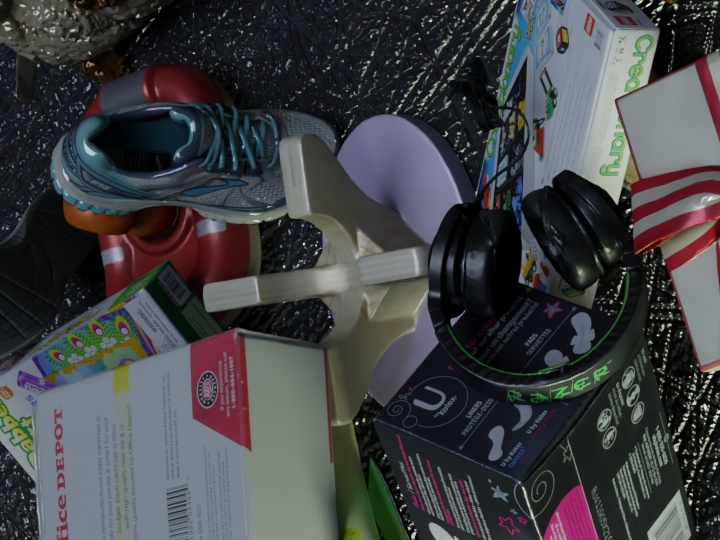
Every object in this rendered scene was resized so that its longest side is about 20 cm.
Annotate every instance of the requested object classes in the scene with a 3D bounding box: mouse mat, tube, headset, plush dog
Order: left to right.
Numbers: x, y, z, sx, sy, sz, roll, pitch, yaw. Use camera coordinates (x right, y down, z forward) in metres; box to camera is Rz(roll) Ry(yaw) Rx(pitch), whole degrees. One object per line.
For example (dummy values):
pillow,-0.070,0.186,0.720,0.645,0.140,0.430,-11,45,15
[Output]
plush dog,-0.177,-0.211,1.734,0.171,0.200,0.161,-17,115,47
tube,-0.020,0.151,1.590,0.201,0.052,0.058,-102,10,-52
mouse mat,0.045,0.220,1.590,0.007,0.161,0.201,-21,75,-7
headset,0.090,-0.022,1.408,0.123,0.094,0.201,-17,55,7

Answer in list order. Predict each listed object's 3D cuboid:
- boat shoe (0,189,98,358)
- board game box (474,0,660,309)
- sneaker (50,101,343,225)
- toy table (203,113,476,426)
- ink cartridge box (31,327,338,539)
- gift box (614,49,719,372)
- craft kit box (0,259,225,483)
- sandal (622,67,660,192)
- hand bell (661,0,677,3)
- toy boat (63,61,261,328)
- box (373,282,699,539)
boat shoe,-0.252,0.015,1.778,0.074,0.202,0.065,37,125,-6
board game box,0.121,-0.085,1.508,0.126,0.034,0.201,-122,36,-52
sneaker,-0.103,-0.076,1.650,0.086,0.199,0.078,131,131,-68
toy table,0.000,0.000,1.618,0.183,0.117,0.201,-24,79,37
ink cartridge box,-0.113,0.131,1.581,0.199,0.083,0.146,-17,71,41
gift box,0.270,-0.038,1.359,0.184,0.186,0.201,-30,73,36
craft kit box,-0.146,0.116,1.725,0.197,0.049,0.200,-29,105,38
sandal,0.168,-0.084,1.510,0.078,0.069,0.212,-43,67,31
hand bell,0.114,-0.217,1.550,0.199,0.104,0.105,31,111,20
toy boat,-0.153,-0.043,1.726,0.130,0.130,0.201,-17,82,38
box,0.108,0.125,1.472,0.114,0.132,0.201,21,147,35
